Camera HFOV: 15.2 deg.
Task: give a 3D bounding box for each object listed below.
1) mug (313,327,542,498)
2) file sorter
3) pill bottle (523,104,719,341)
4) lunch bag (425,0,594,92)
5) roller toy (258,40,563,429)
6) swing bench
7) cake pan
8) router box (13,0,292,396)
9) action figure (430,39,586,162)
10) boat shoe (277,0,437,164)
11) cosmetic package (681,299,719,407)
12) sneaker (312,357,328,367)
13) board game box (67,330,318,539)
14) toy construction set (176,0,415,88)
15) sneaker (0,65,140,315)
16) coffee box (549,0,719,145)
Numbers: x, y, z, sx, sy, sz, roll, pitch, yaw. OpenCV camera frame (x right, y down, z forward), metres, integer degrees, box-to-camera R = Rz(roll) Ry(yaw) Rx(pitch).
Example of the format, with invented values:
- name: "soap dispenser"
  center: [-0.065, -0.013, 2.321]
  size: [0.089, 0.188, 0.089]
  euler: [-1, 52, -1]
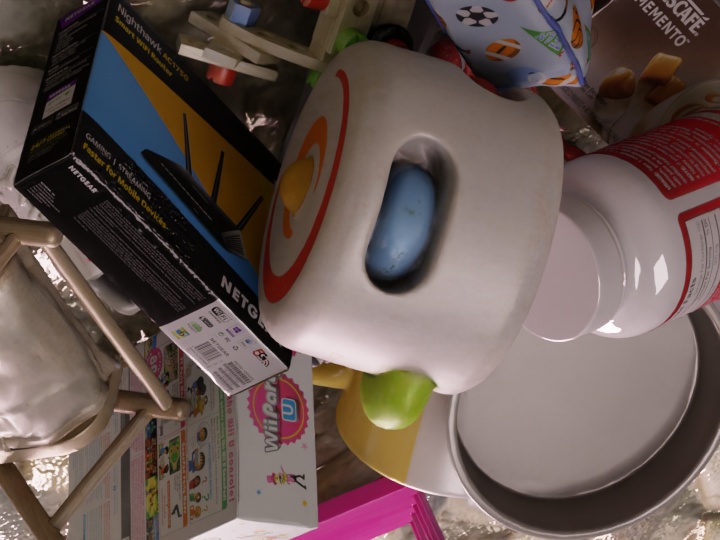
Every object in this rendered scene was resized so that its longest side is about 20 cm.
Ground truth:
- name: "mug"
  center: [0.054, 0.049, 1.794]
  size: [0.186, 0.150, 0.154]
  euler: [-7, 126, -29]
- name: "file sorter"
  center: [0.000, 0.231, 1.887]
  size: [0.138, 0.126, 0.200]
  euler: [-22, 168, -5]
- name: "pill bottle"
  center: [0.175, -0.025, 1.632]
  size: [0.199, 0.112, 0.113]
  euler: [-21, 143, -42]
- name: "lunch bag"
  center: [0.085, -0.201, 1.547]
  size: [0.075, 0.161, 0.200]
  euler: [-3, 156, 17]
- name: "roller toy"
  center: [0.021, -0.033, 1.530]
  size: [0.139, 0.201, 0.183]
  euler: [17, 135, -14]
- name: "swing bench"
  center: [-0.242, 0.043, 1.626]
  size: [0.130, 0.199, 0.199]
  euler: [-51, 141, -18]
- name: "cake pan"
  center: [0.145, 0.079, 1.746]
  size: [0.199, 0.037, 0.201]
  euler: [-7, 117, -15]
- name: "router box"
  center: [-0.110, -0.046, 1.581]
  size: [0.051, 0.150, 0.200]
  euler: [-25, 127, 27]
- name: "action figure"
  center: [0.101, -0.078, 1.704]
  size: [0.065, 0.099, 0.200]
  euler: [-37, 143, 8]
- name: "boat shoe"
  center: [0.002, -0.116, 1.672]
  size: [0.057, 0.068, 0.201]
  euler: [-24, 144, -58]
- name: "cosmetic package"
  center: [0.324, -0.009, 1.818]
  size: [0.199, 0.123, 0.200]
  euler: [-19, 149, -51]
- name: "sneaker"
  center: [0.000, 0.000, 1.724]
  size: [0.199, 0.090, 0.078]
  euler: [-17, 109, 36]
- name: "board game box"
  center: [-0.110, 0.115, 1.713]
  size: [0.064, 0.148, 0.200]
  euler: [12, 155, -34]
- name: "toy construction set"
  center: [-0.024, -0.179, 1.568]
  size: [0.131, 0.092, 0.201]
  euler: [8, 127, -30]
- name: "sneaker"
  center: [-0.175, -0.045, 1.620]
  size: [0.078, 0.100, 0.200]
  euler: [-36, 136, 10]
- name: "coffee box"
  center: [0.184, -0.138, 1.716]
  size: [0.114, 0.080, 0.200]
  euler: [-39, 136, 11]
